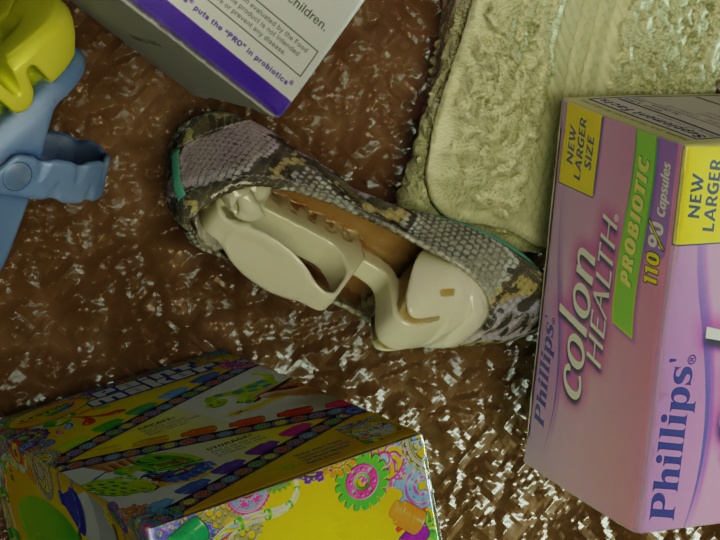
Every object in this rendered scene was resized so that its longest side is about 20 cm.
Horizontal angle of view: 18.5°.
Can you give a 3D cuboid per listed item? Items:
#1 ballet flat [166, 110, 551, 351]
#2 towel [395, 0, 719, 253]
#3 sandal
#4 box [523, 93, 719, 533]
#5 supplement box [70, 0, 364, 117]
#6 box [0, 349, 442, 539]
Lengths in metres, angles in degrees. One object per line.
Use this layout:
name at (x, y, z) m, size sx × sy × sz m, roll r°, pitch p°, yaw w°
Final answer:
ballet flat at (0.000, 0.000, 0.988) m, size 0.200 × 0.072 × 0.072 m, roll 26°, pitch 92°, yaw -19°
towel at (0.104, -0.104, 1.020) m, size 0.148 × 0.036 × 0.200 m, roll 10°, pitch 98°, yaw -20°
sandal at (-0.180, -0.023, 0.926) m, size 0.200 × 0.079 × 0.087 m, roll -40°, pitch 123°, yaw -3°
box at (0.191, 0.013, 1.014) m, size 0.200 × 0.097 × 0.176 m, roll -3°, pitch 107°, yaw -28°
supplement box at (-0.031, -0.175, 0.916) m, size 0.103 × 0.101 × 0.200 m, roll 37°, pitch 84°, yaw -25°
box at (-0.053, 0.158, 0.931) m, size 0.122 × 0.193 × 0.200 m, roll -17°, pitch 105°, yaw -24°
